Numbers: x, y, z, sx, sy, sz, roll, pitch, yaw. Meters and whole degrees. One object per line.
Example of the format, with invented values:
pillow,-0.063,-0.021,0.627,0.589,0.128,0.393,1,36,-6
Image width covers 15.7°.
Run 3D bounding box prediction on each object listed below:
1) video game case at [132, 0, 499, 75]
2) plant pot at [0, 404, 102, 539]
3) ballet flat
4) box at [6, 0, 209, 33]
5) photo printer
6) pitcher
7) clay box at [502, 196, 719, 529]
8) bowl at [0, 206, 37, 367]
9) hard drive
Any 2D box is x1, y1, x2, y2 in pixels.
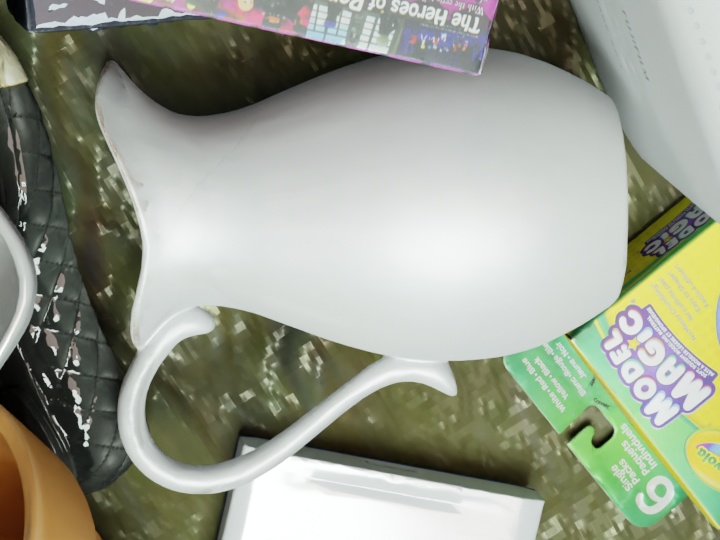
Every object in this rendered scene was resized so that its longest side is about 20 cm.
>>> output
video game case,-0.031,-0.175,0.893,0.199,0.036,0.182,10,105,-15
plant pot,-0.159,0.163,1.006,0.200,0.200,0.140,-43,131,3
ballet flat,-0.132,-0.004,1.035,0.057,0.066,0.201,-32,118,-44
box,-0.036,-0.175,0.967,0.199,0.104,0.148,-5,107,-11
photo printer,0.131,-0.098,0.975,0.069,0.200,0.167,-23,111,-4
pitcher,0.000,0.000,1.020,0.199,0.121,0.172,-2,101,-3
clay box,0.170,0.018,1.100,0.200,0.048,0.115,-40,110,1
bowl,-0.233,0.008,0.974,0.200,0.075,0.200,44,94,5
hard drive,-0.008,0.179,1.111,0.132,0.025,0.201,11,99,-11
